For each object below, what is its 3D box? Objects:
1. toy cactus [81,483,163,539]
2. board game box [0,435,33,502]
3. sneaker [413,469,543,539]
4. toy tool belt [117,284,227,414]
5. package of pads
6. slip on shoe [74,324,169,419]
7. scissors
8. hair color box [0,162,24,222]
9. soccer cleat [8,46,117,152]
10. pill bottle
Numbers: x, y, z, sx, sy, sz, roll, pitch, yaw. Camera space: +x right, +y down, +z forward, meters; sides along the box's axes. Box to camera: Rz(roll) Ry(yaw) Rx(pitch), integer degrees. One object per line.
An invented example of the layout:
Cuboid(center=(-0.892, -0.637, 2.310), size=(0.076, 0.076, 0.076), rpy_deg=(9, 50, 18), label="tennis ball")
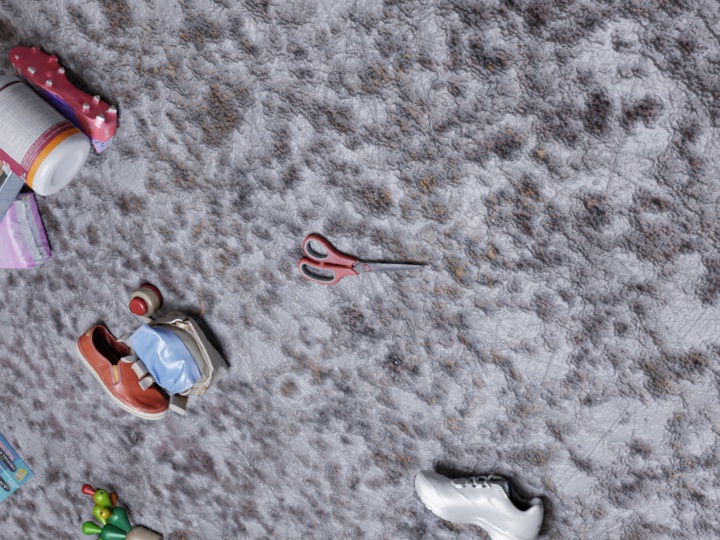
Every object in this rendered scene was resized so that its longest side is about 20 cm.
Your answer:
Cuboid(center=(-0.451, 0.494, 1.901), size=(0.164, 0.102, 0.202), rpy_deg=(8, 110, 15), label="toy cactus")
Cuboid(center=(-0.759, 0.399, 2.043), size=(0.151, 0.047, 0.200), rpy_deg=(51, 128, -3), label="board game box")
Cuboid(center=(0.174, 0.328, 1.477), size=(0.199, 0.075, 0.088), rpy_deg=(21, 111, 11), label="sneaker")
Cuboid(center=(-0.312, 0.123, 1.601), size=(0.200, 0.123, 0.125), rpy_deg=(49, 127, -1), label="toy tool belt")
Cuboid(center=(-0.617, -0.067, 1.705), size=(0.198, 0.076, 0.122), rpy_deg=(0, 111, 29), label="package of pads")
Cuboid(center=(-0.395, 0.171, 1.708), size=(0.200, 0.074, 0.061), rpy_deg=(45, 125, 8), label="slip on shoe")
Cuboid(center=(0.000, 0.000, 1.432), size=(0.199, 0.014, 0.074), rpy_deg=(15, 118, 21), label="scissors")
Cuboid(center=(-0.566, -0.172, 1.583), size=(0.099, 0.061, 0.201), rpy_deg=(36, 101, 8), label="hair color box")
Cuboid(center=(-0.447, -0.256, 1.521), size=(0.199, 0.067, 0.077), rpy_deg=(36, 131, 5), label="soccer cleat")
Cuboid(center=(-0.498, -0.211, 1.478), size=(0.200, 0.110, 0.110), rpy_deg=(40, 127, 4), label="pill bottle")
